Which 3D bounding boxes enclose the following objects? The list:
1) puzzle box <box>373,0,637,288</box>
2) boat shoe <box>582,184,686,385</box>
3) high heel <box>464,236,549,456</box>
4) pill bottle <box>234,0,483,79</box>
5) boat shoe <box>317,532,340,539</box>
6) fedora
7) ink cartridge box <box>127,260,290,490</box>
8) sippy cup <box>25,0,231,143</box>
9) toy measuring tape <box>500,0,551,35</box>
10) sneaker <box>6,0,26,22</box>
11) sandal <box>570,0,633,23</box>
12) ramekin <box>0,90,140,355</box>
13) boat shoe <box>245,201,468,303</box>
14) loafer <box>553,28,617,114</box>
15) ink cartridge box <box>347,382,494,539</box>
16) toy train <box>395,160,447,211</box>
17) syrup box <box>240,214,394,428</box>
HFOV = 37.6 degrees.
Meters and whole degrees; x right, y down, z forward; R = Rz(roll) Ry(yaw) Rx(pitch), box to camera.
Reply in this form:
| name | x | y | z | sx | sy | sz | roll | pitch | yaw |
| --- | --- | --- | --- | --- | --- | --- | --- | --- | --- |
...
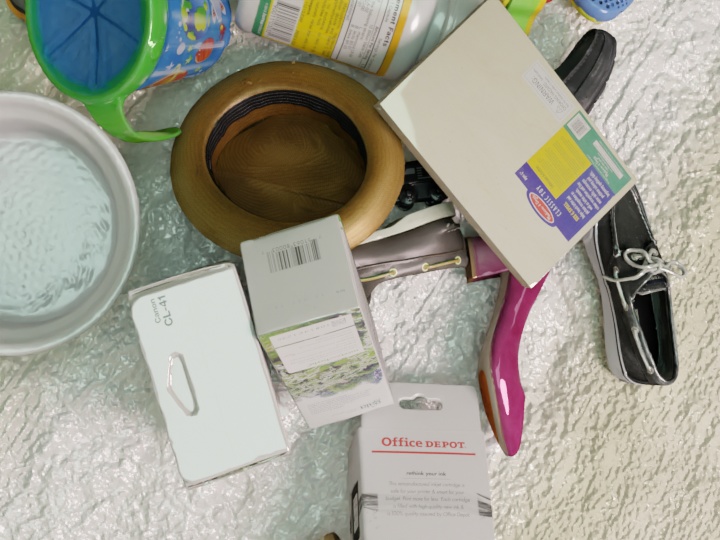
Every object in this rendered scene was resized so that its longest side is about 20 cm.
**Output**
| name | x | y | z | sx | sy | sz | roll | pitch | yaw |
| --- | --- | --- | --- | --- | --- | --- | --- | --- | --- |
| puzzle box | 0.121 | -0.103 | 0.870 | 0.133 | 0.025 | 0.201 | -42 | 101 | -7 |
| boat shoe | 0.250 | 0.005 | 0.956 | 0.072 | 0.068 | 0.204 | -6 | 93 | -26 |
| high heel | 0.151 | 0.060 | 0.951 | 0.094 | 0.067 | 0.204 | -7 | 81 | -5 |
| pill bottle | 0.001 | -0.230 | 0.899 | 0.196 | 0.113 | 0.115 | 17 | 87 | -9 |
| boat shoe | -0.013 | 0.334 | 0.921 | 0.064 | 0.072 | 0.203 | -22 | 89 | -2 |
| fedora | -0.059 | -0.079 | 0.890 | 0.196 | 0.082 | 0.204 | -2 | 66 | 4 |
| ink cartridge box | -0.118 | 0.073 | 0.834 | 0.084 | 0.200 | 0.150 | -18 | 93 | -8 |
| sippy cup | -0.175 | -0.206 | 0.850 | 0.139 | 0.130 | 0.180 | 37 | 116 | 20 |
| toy measuring tape | 0.141 | -0.226 | 0.945 | 0.072 | 0.074 | 0.205 | 6 | 89 | -9 |
| sneaker | -0.228 | -0.297 | 0.879 | 0.077 | 0.077 | 0.202 | 30 | 84 | -6 |
| sandal | 0.254 | -0.319 | 0.957 | 0.079 | 0.087 | 0.202 | 29 | 87 | -10 |
| ramekin | -0.276 | -0.037 | 0.860 | 0.196 | 0.098 | 0.205 | 0 | 91 | -9 |
| boat shoe | 0.000 | 0.000 | 0.920 | 0.198 | 0.072 | 0.062 | -20 | 89 | -12 |
| loafer | 0.154 | -0.138 | 0.924 | 0.070 | 0.068 | 0.202 | 38 | 78 | -8 |
| ink cartridge box | 0.050 | 0.203 | 0.907 | 0.113 | 0.067 | 0.203 | 3 | 60 | -9 |
| toy train | 0.120 | -0.089 | 0.961 | 0.196 | 0.034 | 0.047 | -7 | 81 | -10 |
| syrup box | -0.029 | 0.047 | 0.836 | 0.077 | 0.201 | 0.083 | -15 | 62 | 2 |
